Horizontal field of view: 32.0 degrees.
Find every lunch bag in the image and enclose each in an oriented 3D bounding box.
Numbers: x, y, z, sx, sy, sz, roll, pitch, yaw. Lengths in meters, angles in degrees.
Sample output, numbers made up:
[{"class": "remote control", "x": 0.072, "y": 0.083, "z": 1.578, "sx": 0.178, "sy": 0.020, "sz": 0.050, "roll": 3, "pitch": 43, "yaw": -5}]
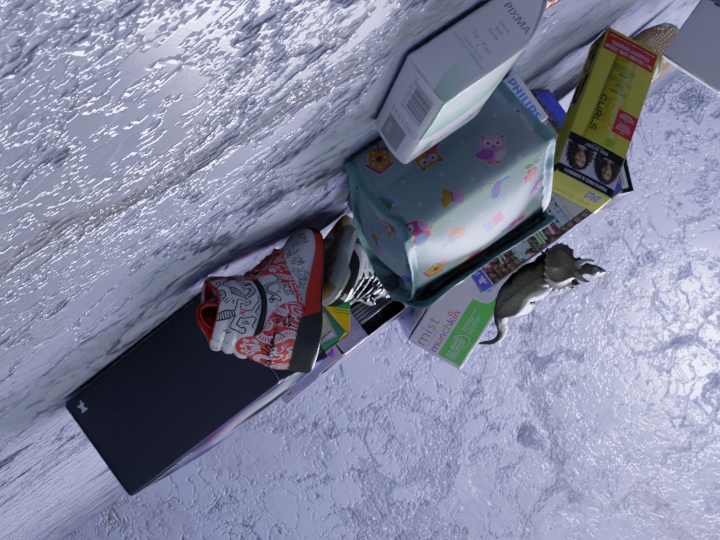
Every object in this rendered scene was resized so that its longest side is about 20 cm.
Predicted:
[{"class": "lunch bag", "x": 0.085, "y": -0.058, "z": 1.141, "sx": 0.170, "sy": 0.122, "sz": 0.200, "roll": -34, "pitch": 155, "yaw": -11}]

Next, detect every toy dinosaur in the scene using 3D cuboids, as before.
[{"class": "toy dinosaur", "x": 0.207, "y": 0.021, "z": 1.545, "sx": 0.200, "sy": 0.077, "sz": 0.102, "roll": -32, "pitch": 167, "yaw": 23}]

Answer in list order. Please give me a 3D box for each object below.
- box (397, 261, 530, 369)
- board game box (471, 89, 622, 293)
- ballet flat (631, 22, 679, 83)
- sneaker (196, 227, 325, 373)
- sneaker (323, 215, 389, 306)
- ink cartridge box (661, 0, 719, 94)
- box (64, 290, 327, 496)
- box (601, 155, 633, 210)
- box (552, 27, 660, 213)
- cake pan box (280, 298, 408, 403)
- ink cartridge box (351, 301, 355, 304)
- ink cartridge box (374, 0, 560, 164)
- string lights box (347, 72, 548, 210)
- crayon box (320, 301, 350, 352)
[{"class": "box", "x": 0.140, "y": 0.012, "z": 1.790, "sx": 0.200, "sy": 0.097, "sz": 0.177, "roll": -58, "pitch": -165, "yaw": 8}, {"class": "board game box", "x": 0.190, "y": -0.098, "z": 1.538, "sx": 0.200, "sy": 0.160, "sz": 0.097, "roll": -37, "pitch": 176, "yaw": 22}, {"class": "ballet flat", "x": 0.361, "y": -0.259, "z": 1.704, "sx": 0.200, "sy": 0.070, "sz": 0.065, "roll": -44, "pitch": -169, "yaw": 52}, {"class": "sneaker", "x": -0.092, "y": 0.012, "z": 1.162, "sx": 0.202, "sy": 0.108, "sz": 0.067, "roll": -93, "pitch": -162, "yaw": -55}, {"class": "sneaker", "x": 0.000, "y": 0.000, "z": 1.293, "sx": 0.076, "sy": 0.088, "sz": 0.200, "roll": -50, "pitch": -173, "yaw": 16}, {"class": "ink cartridge box", "x": 0.442, "y": -0.307, "z": 1.446, "sx": 0.200, "sy": 0.084, "sz": 0.145, "roll": -55, "pitch": 171, "yaw": 15}, {"class": "box", "x": -0.164, "y": 0.115, "z": 1.301, "sx": 0.200, "sy": 0.123, "sz": 0.198, "roll": -38, "pitch": 174, "yaw": 12}, {"class": "box", "x": 0.278, "y": -0.139, "z": 1.734, "sx": 0.148, "sy": 0.125, "sz": 0.200, "roll": -12, "pitch": 176, "yaw": 0}, {"class": "box", "x": 0.269, "y": -0.169, "z": 1.399, "sx": 0.200, "sy": 0.075, "sz": 0.050, "roll": -66, "pitch": -173, "yaw": -23}, {"class": "cake pan box", "x": -0.018, "y": 0.090, "z": 1.742, "sx": 0.184, "sy": 0.052, "sz": 0.200, "roll": -38, "pitch": 177, "yaw": -37}, {"class": "ink cartridge box", "x": -0.059, "y": 0.044, "z": 1.706, "sx": 0.116, "sy": 0.068, "sz": 0.200, "roll": -38, "pitch": 176, "yaw": 16}, {"class": "ink cartridge box", "x": 0.110, "y": -0.168, "z": 0.933, "sx": 0.200, "sy": 0.050, "sz": 0.161, "roll": -33, "pitch": 175, "yaw": -12}, {"class": "string lights box", "x": 0.085, "y": -0.109, "z": 1.264, "sx": 0.200, "sy": 0.059, "sz": 0.103, "roll": -36, "pitch": 176, "yaw": -9}, {"class": "crayon box", "x": -0.104, "y": 0.082, "z": 1.478, "sx": 0.200, "sy": 0.058, "sz": 0.173, "roll": -37, "pitch": -164, "yaw": 12}]
